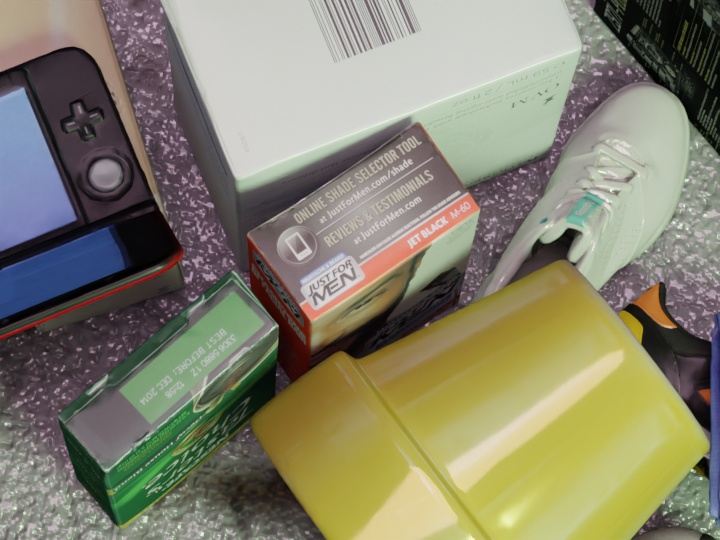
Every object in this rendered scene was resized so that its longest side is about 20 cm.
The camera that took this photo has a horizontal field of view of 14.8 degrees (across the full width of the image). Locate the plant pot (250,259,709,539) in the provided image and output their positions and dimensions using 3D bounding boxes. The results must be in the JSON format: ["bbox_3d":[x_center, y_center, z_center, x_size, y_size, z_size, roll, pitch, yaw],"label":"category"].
[{"bbox_3d":[0.074,0.101,1.478,0.189,0.201,0.201,-37,78,0],"label":"plant pot"}]

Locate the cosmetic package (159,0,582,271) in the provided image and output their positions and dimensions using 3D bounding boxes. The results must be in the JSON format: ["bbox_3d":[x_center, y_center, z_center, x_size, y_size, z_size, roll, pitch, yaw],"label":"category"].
[{"bbox_3d":[0.003,-0.108,1.550,0.199,0.200,0.123,-21,78,-6],"label":"cosmetic package"}]

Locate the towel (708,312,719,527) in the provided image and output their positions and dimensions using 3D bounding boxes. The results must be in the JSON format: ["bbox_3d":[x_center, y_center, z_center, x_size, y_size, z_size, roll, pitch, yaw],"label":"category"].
[{"bbox_3d":[0.283,0.105,1.537,0.200,0.024,0.145,17,50,-15],"label":"towel"}]

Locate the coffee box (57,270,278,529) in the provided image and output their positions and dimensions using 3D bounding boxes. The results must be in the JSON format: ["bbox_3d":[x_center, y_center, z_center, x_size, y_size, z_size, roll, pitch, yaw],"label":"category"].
[{"bbox_3d":[-0.100,0.074,1.499,0.123,0.200,0.044,-40,81,-12],"label":"coffee box"}]

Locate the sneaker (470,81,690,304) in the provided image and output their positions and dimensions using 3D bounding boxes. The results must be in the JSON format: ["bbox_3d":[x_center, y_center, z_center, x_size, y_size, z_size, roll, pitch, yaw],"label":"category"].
[{"bbox_3d":[0.129,-0.029,1.587,0.075,0.088,0.200,31,76,9],"label":"sneaker"}]

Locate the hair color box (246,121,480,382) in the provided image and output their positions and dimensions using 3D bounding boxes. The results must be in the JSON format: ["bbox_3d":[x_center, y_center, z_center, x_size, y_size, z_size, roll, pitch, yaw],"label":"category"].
[{"bbox_3d":[0.000,0.000,1.520,0.111,0.200,0.064,-34,77,-9],"label":"hair color box"}]

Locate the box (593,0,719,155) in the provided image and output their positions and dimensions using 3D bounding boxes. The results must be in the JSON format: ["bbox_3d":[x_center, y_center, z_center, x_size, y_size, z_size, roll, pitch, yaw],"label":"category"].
[{"bbox_3d":[0.220,-0.146,1.563,0.086,0.200,0.164,-38,77,-9],"label":"box"}]

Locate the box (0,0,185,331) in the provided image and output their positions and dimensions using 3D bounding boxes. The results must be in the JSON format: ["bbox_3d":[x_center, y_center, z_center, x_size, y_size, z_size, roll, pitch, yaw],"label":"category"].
[{"bbox_3d":[-0.173,-0.076,1.602,0.095,0.078,0.200,-18,75,-5],"label":"box"}]

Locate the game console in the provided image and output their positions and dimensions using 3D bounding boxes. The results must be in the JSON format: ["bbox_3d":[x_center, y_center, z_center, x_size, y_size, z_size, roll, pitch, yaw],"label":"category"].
[{"bbox_3d":[-0.212,-0.029,1.487,0.200,0.119,0.172,-22,76,-6],"label":"game console"}]

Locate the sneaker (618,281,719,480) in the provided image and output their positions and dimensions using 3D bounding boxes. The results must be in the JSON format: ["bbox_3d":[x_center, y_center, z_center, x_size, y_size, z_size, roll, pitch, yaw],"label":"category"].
[{"bbox_3d":[0.223,0.082,1.566,0.200,0.070,0.090,32,80,10],"label":"sneaker"}]

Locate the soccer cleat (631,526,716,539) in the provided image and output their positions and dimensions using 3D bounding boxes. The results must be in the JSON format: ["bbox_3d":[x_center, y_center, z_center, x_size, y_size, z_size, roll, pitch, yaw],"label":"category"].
[{"bbox_3d":[0.165,0.242,1.532,0.086,0.070,0.200,-4,76,22],"label":"soccer cleat"}]
